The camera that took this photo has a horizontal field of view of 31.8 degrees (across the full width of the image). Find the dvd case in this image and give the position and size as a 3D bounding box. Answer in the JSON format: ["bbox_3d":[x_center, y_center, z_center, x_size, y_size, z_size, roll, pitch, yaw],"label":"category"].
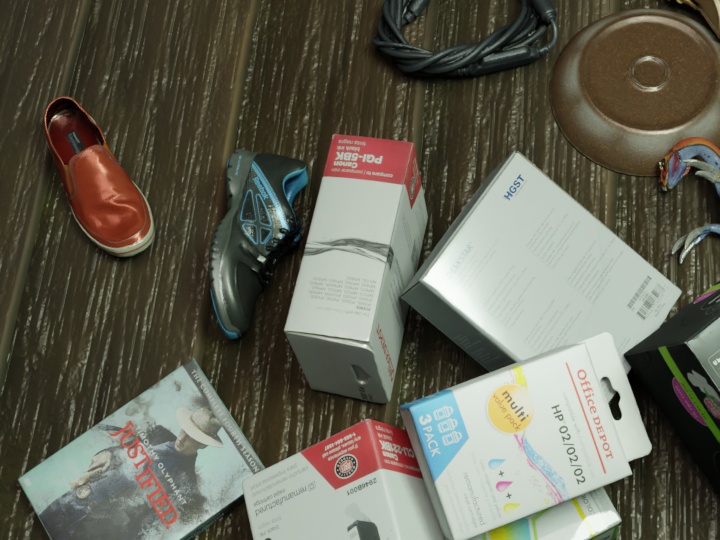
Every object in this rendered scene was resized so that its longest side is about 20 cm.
[{"bbox_3d":[-0.200,0.194,1.170,0.198,0.022,0.147,-33,65,-10],"label":"dvd case"}]

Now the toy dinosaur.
[{"bbox_3d":[0.363,-0.046,1.203,0.197,0.105,0.184,8,54,-27],"label":"toy dinosaur"}]

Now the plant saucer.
[{"bbox_3d":[0.292,-0.193,1.287,0.197,0.037,0.204,-3,64,5],"label":"plant saucer"}]

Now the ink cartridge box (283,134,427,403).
[{"bbox_3d":[0.000,0.000,1.168,0.081,0.147,0.203,7,65,12],"label":"ink cartridge box"}]

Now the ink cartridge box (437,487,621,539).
[{"bbox_3d":[0.115,0.222,1.097,0.198,0.060,0.105,-25,64,-5],"label":"ink cartridge box"}]

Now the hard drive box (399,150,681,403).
[{"bbox_3d":[0.162,0.020,1.139,0.199,0.077,0.156,40,73,-2],"label":"hard drive box"}]

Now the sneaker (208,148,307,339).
[{"bbox_3d":[-0.100,-0.030,1.235,0.080,0.073,0.203,3,66,6],"label":"sneaker"}]

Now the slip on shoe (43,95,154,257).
[{"bbox_3d":[-0.274,-0.097,1.295,0.073,0.061,0.201,-28,66,-9],"label":"slip on shoe"}]

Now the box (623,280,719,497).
[{"bbox_3d":[0.340,0.112,1.041,0.124,0.149,0.201,-35,88,-11],"label":"box"}]

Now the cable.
[{"bbox_3d":[0.104,-0.277,1.341,0.197,0.051,0.165,-13,64,1],"label":"cable"}]

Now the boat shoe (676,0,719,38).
[{"bbox_3d":[0.343,-0.312,1.320,0.068,0.074,0.202,-14,54,1],"label":"boat shoe"}]

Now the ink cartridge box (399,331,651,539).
[{"bbox_3d":[0.145,0.133,1.044,0.197,0.068,0.117,-20,86,-8],"label":"ink cartridge box"}]

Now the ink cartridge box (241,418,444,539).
[{"bbox_3d":[-0.005,0.250,1.057,0.143,0.083,0.203,-28,62,24],"label":"ink cartridge box"}]
